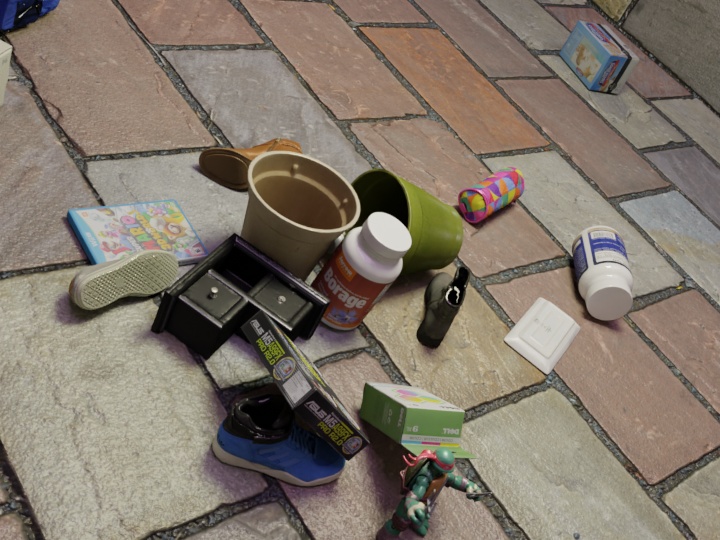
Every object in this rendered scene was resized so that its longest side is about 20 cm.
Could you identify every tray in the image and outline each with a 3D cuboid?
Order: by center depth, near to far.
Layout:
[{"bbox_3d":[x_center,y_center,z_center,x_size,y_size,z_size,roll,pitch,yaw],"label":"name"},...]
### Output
[{"bbox_3d":[0.365,0.120,1.773,0.107,0.022,0.200,38,38,12],"label":"tray"}]

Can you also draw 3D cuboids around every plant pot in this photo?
[{"bbox_3d":[-0.126,-0.069,1.537,0.199,0.184,0.201,18,38,-15],"label":"plant pot"},{"bbox_3d":[0.088,-0.075,1.697,0.192,0.201,0.201,8,41,-42],"label":"plant pot"}]

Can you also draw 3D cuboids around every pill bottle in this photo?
[{"bbox_3d":[0.000,0.000,1.519,0.111,0.200,0.113,22,39,-19],"label":"pill bottle"},{"bbox_3d":[0.520,0.005,1.926,0.115,0.116,0.201,21,39,-11],"label":"pill bottle"}]

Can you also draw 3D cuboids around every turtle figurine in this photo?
[{"bbox_3d":[0.098,0.308,1.239,0.149,0.201,0.101,-6,50,-37],"label":"turtle figurine"}]

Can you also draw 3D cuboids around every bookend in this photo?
[{"bbox_3d":[-0.186,0.069,1.417,0.198,0.092,0.200,35,39,7],"label":"bookend"}]

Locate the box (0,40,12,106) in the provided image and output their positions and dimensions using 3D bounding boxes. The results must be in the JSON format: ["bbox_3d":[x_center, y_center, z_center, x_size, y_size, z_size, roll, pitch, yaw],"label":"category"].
[{"bbox_3d":[-0.716,-0.355,1.528,0.199,0.128,0.109,27,38,-2],"label":"box"}]

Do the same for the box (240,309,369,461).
[{"bbox_3d":[-0.082,0.164,1.302,0.160,0.044,0.200,51,-2,-42],"label":"box"}]

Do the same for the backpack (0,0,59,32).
[{"bbox_3d":[-0.681,-0.586,1.786,0.162,0.168,0.200,38,34,1],"label":"backpack"}]

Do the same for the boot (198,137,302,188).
[{"bbox_3d":[-0.207,-0.224,1.755,0.198,0.077,0.156,1,28,-1],"label":"boot"}]

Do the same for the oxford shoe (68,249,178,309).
[{"bbox_3d":[-0.368,0.010,1.395,0.057,0.076,0.199,9,20,38],"label":"oxford shoe"}]

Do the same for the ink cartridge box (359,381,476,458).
[{"bbox_3d":[0.087,0.224,1.358,0.103,0.060,0.200,9,4,-25],"label":"ink cartridge box"}]

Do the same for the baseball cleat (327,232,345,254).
[{"bbox_3d":[-0.105,-0.092,1.685,0.106,0.070,0.200,-9,41,-30],"label":"baseball cleat"}]

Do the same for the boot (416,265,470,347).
[{"bbox_3d":[0.168,0.040,1.646,0.067,0.131,0.201,26,37,-4],"label":"boot"}]

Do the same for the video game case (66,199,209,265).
[{"bbox_3d":[-0.370,-0.058,1.503,0.199,0.018,0.143,-10,53,-40],"label":"video game case"}]

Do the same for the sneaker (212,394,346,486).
[{"bbox_3d":[-0.099,0.235,1.268,0.198,0.112,0.077,17,39,-15],"label":"sneaker"}]

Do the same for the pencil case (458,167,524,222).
[{"bbox_3d":[0.294,-0.171,2.012,0.088,0.089,0.200,42,37,16],"label":"pencil case"}]

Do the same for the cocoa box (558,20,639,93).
[{"bbox_3d":[0.747,-0.671,2.825,0.130,0.134,0.201,0,46,-31],"label":"cocoa box"}]
